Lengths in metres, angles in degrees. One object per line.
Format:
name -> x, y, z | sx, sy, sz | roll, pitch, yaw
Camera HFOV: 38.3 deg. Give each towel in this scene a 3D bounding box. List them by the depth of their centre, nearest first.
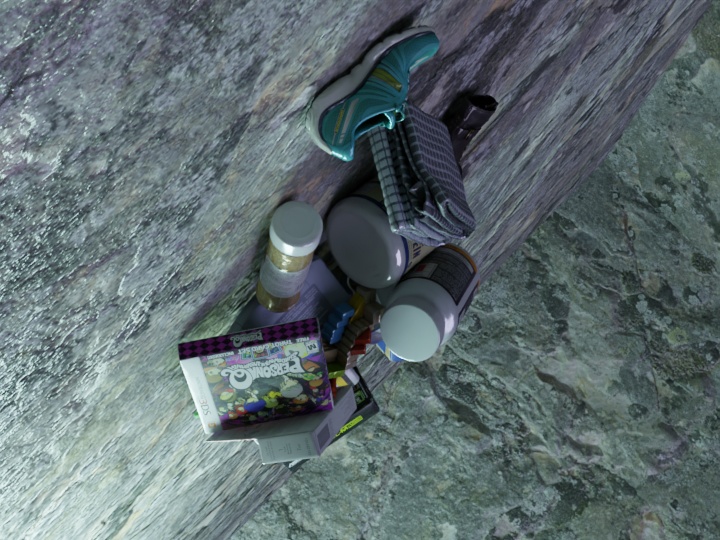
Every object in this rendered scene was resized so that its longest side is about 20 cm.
towel -> 0.088, -0.130, 1.412 | 0.084, 0.169, 0.200 | -18, 167, 18

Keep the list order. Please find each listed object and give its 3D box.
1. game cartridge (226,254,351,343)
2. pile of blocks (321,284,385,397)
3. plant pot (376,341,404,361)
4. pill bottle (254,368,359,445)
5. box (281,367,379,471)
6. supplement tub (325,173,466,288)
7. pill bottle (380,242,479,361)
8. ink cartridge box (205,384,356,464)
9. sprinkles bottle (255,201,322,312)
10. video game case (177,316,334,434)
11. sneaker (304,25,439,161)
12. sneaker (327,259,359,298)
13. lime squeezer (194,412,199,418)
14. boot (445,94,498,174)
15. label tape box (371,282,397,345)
game cartridge -> -0.109, 0.079, 1.549 | 0.200, 0.134, 0.040 | -45, -148, -15
pile of blocks -> -0.027, 0.114, 1.547 | 0.082, 0.062, 0.202 | 24, 97, -51
plant pot -> 0.081, 0.055, 2.008 | 0.179, 0.201, 0.200 | -38, 168, -9
pill bottle -> -0.106, 0.208, 1.738 | 0.200, 0.111, 0.111 | -43, 169, -4
box -> -0.088, 0.218, 1.823 | 0.191, 0.201, 0.048 | -32, 141, 1
supplement tub -> 0.057, -0.080, 1.568 | 0.199, 0.145, 0.146 | -38, 166, -38
pill bottle -> 0.105, 0.047, 1.576 | 0.117, 0.116, 0.200 | -54, 178, 34
ink cartridge box -> -0.115, 0.234, 1.575 | 0.173, 0.046, 0.200 | -9, -170, 19
sprinkles bottle -> -0.099, -0.014, 1.401 | 0.068, 0.068, 0.201 | -40, 167, -28
video game case -> -0.143, 0.151, 1.466 | 0.196, 0.036, 0.183 | -10, 138, -3
sneaker -> 0.024, -0.202, 1.193 | 0.200, 0.080, 0.078 | -45, 169, -16
sneaker -> 0.000, 0.000, 1.683 | 0.200, 0.088, 0.068 | -45, 135, -47
lime squeezer -> -0.196, 0.199, 1.789 | 0.199, 0.070, 0.038 | -41, 148, -31
boot -> 0.171, -0.216, 1.726 | 0.175, 0.069, 0.199 | -51, 166, 20
label tape box -> 0.016, 0.079, 1.753 | 0.198, 0.064, 0.144 | -30, 163, 15
